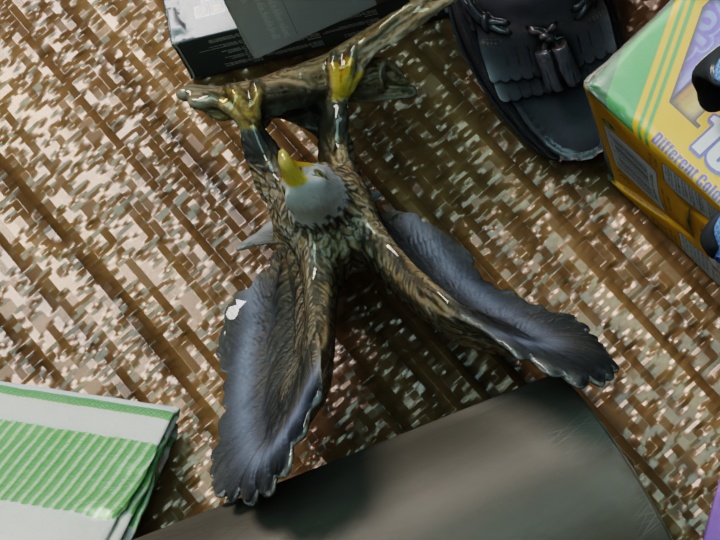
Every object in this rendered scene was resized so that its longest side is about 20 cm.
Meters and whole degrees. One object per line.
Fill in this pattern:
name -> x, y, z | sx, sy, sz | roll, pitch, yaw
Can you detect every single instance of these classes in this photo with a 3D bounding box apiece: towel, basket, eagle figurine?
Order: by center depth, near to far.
basket -> 0.022, 0.139, 0.985 | 0.199, 0.136, 0.181 | -31, 97, -6
eagle figurine -> -0.004, -0.001, 1.003 | 0.152, 0.150, 0.201 | -40, 60, 35
towel -> -0.172, 0.118, 1.031 | 0.151, 0.024, 0.201 | 9, 41, 12

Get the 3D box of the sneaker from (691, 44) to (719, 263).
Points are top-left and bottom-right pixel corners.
sneaker -> 0.173, -0.088, 0.929 | 0.088, 0.079, 0.202 | 12, 75, 11

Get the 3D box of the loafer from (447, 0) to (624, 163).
loafer -> 0.066, -0.137, 1.058 | 0.071, 0.063, 0.201 | -17, 101, 7

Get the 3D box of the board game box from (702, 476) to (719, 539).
board game box -> 0.181, 0.182, 0.999 | 0.119, 0.032, 0.201 | 13, 75, 18

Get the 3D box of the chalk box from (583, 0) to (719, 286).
chalk box -> 0.210, -0.085, 1.027 | 0.200, 0.125, 0.124 | -42, 70, -4

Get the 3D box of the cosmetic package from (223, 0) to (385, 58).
cosmetic package -> -0.054, -0.208, 1.078 | 0.090, 0.107, 0.201 | -21, 68, 3

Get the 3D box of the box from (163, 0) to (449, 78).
box -> -0.002, -0.191, 1.142 | 0.198, 0.044, 0.161 | -14, 70, 6
